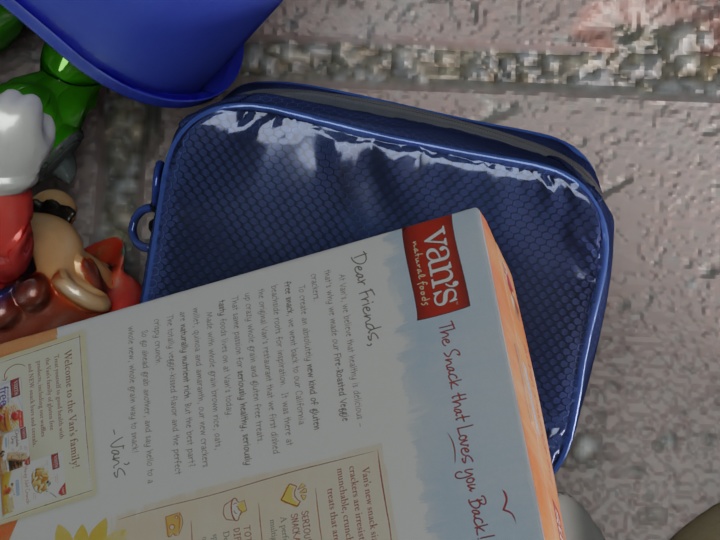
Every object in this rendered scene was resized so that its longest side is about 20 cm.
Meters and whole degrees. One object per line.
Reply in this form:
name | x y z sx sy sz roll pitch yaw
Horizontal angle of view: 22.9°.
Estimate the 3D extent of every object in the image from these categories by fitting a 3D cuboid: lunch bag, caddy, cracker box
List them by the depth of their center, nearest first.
cracker box | -0.036 0.071 0.607 0.199 0.058 0.134 -16 53 11
caddy | -0.110 -0.154 0.708 0.200 0.142 0.105 40 125 -21
lunch bag | 0.000 0.000 0.727 0.199 0.132 0.136 14 101 3

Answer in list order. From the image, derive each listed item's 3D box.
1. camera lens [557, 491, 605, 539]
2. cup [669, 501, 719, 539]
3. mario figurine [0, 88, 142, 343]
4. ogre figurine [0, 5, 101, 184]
camera lens | 0.001 0.178 0.664 0.199 0.160 0.161 -18 82 18
cup | 0.205 0.179 0.694 0.199 0.143 0.201 0 82 -1
mario figurine | -0.162 -0.025 0.719 0.106 0.200 0.123 -55 41 -4
ogre figurine | -0.186 -0.098 0.761 0.199 0.098 0.120 13 67 -31
